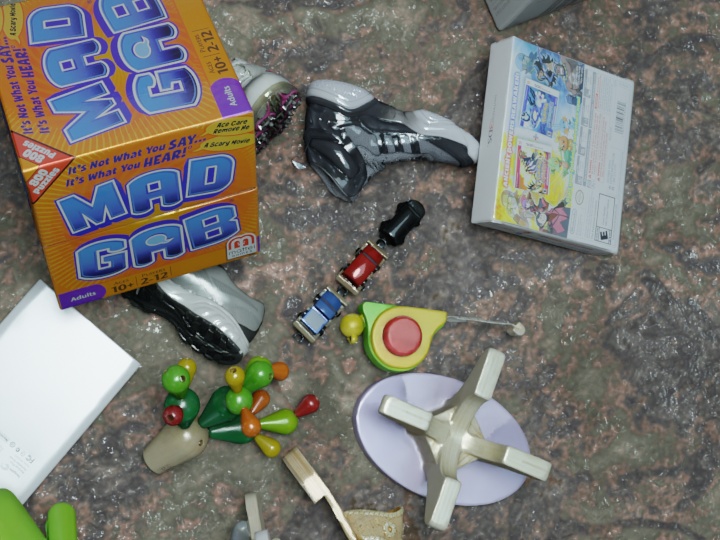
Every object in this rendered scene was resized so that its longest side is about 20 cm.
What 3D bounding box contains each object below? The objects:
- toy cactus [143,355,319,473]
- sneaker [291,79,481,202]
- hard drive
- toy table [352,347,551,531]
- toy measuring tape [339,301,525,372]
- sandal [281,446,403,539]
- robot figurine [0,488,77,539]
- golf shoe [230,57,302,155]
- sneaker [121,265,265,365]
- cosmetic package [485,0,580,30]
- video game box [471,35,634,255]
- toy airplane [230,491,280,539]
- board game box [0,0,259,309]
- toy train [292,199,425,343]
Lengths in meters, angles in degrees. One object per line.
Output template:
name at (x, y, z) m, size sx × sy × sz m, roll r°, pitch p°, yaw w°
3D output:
toy cactus at (-0.140, 0.151, 1.183) m, size 0.165 × 0.200 × 0.103 m, roll -38°, pitch 65°, yaw 18°
sneaker at (0.024, -0.120, 1.279) m, size 0.199 × 0.075 × 0.115 m, roll 19°, pitch 86°, yaw -11°
hard drive at (-0.332, 0.128, 1.187) m, size 0.132 × 0.027 × 0.200 m, roll 41°, pitch 77°, yaw -6°
toy table at (0.097, 0.172, 1.237) m, size 0.198 × 0.117 × 0.185 m, roll 11°, pitch 81°, yaw -11°
toy measuring tape at (0.074, 0.077, 1.267) m, size 0.198 × 0.074 × 0.074 m, roll 7°, pitch 82°, yaw -12°
sandal at (0.010, 0.255, 1.227) m, size 0.069 × 0.078 × 0.212 m, roll -37°, pitch 88°, yaw -8°
robot figurine at (-0.335, 0.283, 1.102) m, size 0.175 × 0.116 × 0.201 m, roll -36°, pitch 92°, yaw 11°
golf shoe at (-0.113, -0.167, 1.183) m, size 0.073 × 0.200 × 0.092 m, roll -42°, pitch 96°, yaw -9°
sneaker at (-0.184, 0.010, 1.221) m, size 0.200 × 0.074 × 0.079 m, roll 39°, pitch 52°, yaw -3°
cosmetic package at (0.206, -0.399, 1.302) m, size 0.166 × 0.166 × 0.201 m, roll -23°, pitch 88°, yaw -14°
video game box at (0.211, -0.130, 1.308) m, size 0.181 × 0.047 × 0.202 m, roll 13°, pitch 80°, yaw -34°
toy airplane at (-0.086, 0.332, 1.141) m, size 0.140 × 0.200 × 0.200 m, roll -26°, pitch 98°, yaw 15°
board game box at (-0.219, -0.123, 1.116) m, size 0.199 × 0.201 × 0.201 m, roll -16°, pitch 57°, yaw -15°
toy train at (0.000, 0.000, 1.269) m, size 0.034 × 0.046 × 0.200 m, roll 43°, pitch 76°, yaw -5°
